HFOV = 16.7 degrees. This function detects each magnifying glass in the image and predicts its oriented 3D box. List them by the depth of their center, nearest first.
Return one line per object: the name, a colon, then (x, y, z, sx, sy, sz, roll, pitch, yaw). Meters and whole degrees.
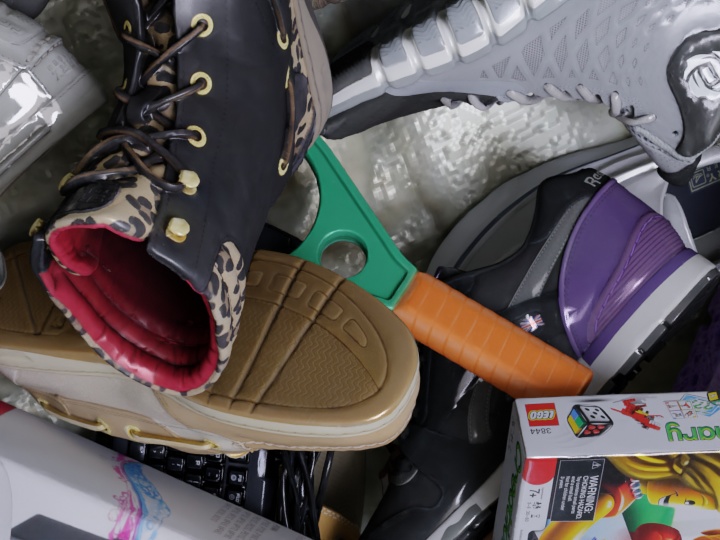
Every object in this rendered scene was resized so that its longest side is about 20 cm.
magnifying glass: (0.000, 0.000, 0.972, 0.200, 0.022, 0.080, 30, 72, 12)

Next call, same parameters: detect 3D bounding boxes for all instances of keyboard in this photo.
keyboard: (-0.058, 0.076, 0.993, 0.104, 0.040, 0.200, 6, 96, 2)

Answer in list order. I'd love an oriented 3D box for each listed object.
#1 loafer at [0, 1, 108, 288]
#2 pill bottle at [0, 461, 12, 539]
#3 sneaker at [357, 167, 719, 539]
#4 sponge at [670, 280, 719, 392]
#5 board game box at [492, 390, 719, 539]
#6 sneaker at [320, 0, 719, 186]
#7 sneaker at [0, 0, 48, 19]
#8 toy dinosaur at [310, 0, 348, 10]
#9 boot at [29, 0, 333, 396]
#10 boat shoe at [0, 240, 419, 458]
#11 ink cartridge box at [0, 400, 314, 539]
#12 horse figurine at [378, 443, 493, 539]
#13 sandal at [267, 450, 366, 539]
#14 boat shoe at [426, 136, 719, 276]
loafer: (-0.168, -0.007, 0.920, 0.070, 0.070, 0.200, 35, 111, -2)
pill bottle: (-0.233, 0.083, 0.867, 0.200, 0.114, 0.114, 15, 104, 15)
sneaker: (0.050, 0.046, 1.010, 0.088, 0.076, 0.200, 44, 94, 10)
sponge: (0.179, 0.091, 1.099, 0.112, 0.030, 0.200, 32, 75, -27)
board game box: (0.115, 0.127, 0.989, 0.126, 0.035, 0.200, -2, 134, -7)
sneaker: (0.080, -0.071, 0.973, 0.200, 0.075, 0.116, -27, 105, 21)
sneaker: (-0.085, -0.181, 0.919, 0.091, 0.076, 0.200, 18, 102, -33)
toy dinosaur: (-0.002, -0.140, 0.956, 0.102, 0.077, 0.200, -18, 139, -61)
boot: (-0.071, -0.067, 0.859, 0.073, 0.151, 0.200, 2, 141, 18)
boat shoe: (-0.059, 0.036, 0.945, 0.074, 0.200, 0.069, -60, 145, -27)
ink cartridge box: (-0.119, 0.145, 0.953, 0.200, 0.086, 0.148, 23, 97, 6)
horse figurine: (0.082, 0.144, 1.096, 0.200, 0.050, 0.133, 9, 99, -22)
sandal: (-0.031, 0.132, 1.047, 0.080, 0.054, 0.200, -5, 108, -20)
boat shoe: (0.120, -0.020, 1.052, 0.200, 0.065, 0.074, -31, 115, -10)
